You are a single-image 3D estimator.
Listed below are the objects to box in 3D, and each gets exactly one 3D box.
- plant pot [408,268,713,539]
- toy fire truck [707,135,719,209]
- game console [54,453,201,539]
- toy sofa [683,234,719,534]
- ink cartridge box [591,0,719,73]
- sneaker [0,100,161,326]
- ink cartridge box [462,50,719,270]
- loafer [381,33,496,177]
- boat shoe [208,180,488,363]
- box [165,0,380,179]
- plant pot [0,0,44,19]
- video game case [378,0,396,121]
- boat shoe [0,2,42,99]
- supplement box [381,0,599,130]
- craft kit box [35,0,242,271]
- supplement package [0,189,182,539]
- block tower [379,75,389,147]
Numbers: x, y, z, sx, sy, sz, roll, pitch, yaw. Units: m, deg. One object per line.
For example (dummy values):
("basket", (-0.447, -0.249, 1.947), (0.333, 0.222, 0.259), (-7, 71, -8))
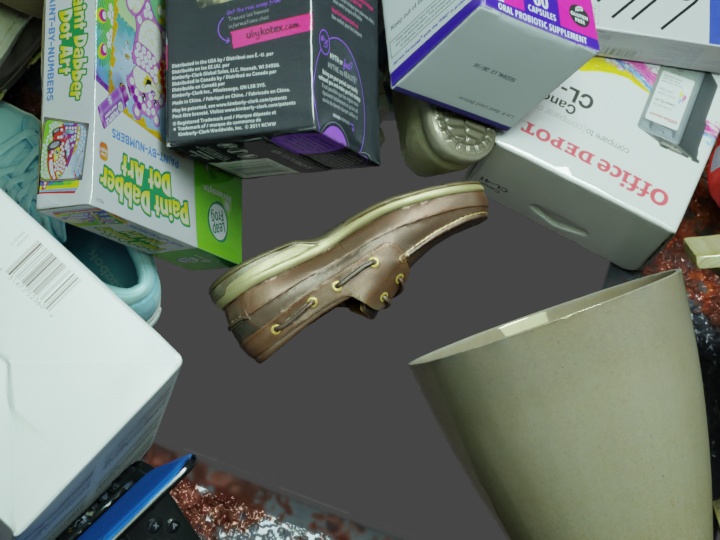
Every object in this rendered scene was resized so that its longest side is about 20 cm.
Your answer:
("plant pot", (0.149, 0.124, 1.411), (0.186, 0.187, 0.201), (-18, 90, -16))
("toy fire truck", (0.293, 0.006, 1.497), (0.200, 0.049, 0.141), (52, 48, -23))
("game console", (-0.157, 0.216, 1.297), (0.200, 0.118, 0.171), (-43, 126, -20))
("toy sofa", (0.269, 0.072, 1.418), (0.097, 0.083, 0.201), (-6, 99, 5))
("ink cartridge box", (0.222, -0.189, 1.500), (0.199, 0.044, 0.095), (8, 70, -10))
("sneaker", (-0.197, -0.048, 1.440), (0.200, 0.082, 0.074), (45, 69, 6))
("ink cartridge box", (0.182, -0.124, 1.537), (0.147, 0.086, 0.201), (26, 67, -2))
("loafer", (0.048, -0.149, 1.507), (0.075, 0.068, 0.201), (22, 50, -27))
("boat shoe", (0.000, 0.000, 1.471), (0.199, 0.072, 0.068), (-24, 82, -11))
("box", (-0.055, -0.170, 1.407), (0.105, 0.122, 0.201), (-4, 80, 21))
("plant pot", (-0.198, -0.267, 1.466), (0.200, 0.093, 0.202), (22, 42, -21))
("video game case", (-0.028, -0.191, 1.553), (0.199, 0.022, 0.183), (-4, 72, -12))
("boat shoe", (-0.236, -0.172, 1.478), (0.072, 0.060, 0.200), (27, 46, 3))
("supplement box", (0.078, -0.212, 1.451), (0.101, 0.103, 0.201), (16, 52, -32))
("craft kit box", (-0.136, -0.114, 1.396), (0.048, 0.200, 0.199), (-2, 79, 24))
("supplement package", (-0.231, 0.068, 1.330), (0.191, 0.200, 0.147), (43, 69, 5))
("block tower", (-0.037, -0.177, 1.506), (0.054, 0.058, 0.201), (-16, 76, -15))
